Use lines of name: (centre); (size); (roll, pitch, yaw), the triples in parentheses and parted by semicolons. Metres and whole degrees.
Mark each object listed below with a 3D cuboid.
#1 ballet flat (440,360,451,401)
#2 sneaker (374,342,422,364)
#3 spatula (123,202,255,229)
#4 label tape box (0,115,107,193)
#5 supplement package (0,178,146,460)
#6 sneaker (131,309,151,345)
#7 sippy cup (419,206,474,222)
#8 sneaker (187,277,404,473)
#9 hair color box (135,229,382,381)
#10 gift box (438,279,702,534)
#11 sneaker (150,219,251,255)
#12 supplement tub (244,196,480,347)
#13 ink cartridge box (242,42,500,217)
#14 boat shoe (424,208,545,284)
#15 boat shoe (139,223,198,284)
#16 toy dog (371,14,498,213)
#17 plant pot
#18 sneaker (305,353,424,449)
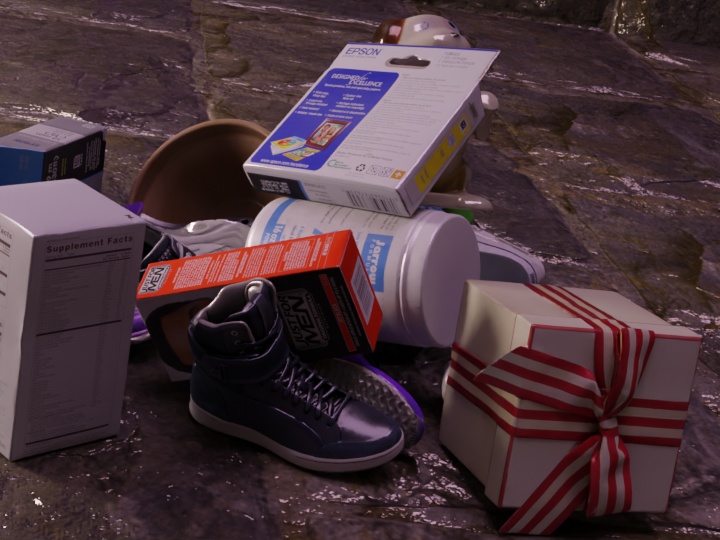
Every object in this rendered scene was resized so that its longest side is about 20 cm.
ballet flat: (0.120, 0.106, 1.494); (0.069, 0.070, 0.200); (23, 20, 31)
sneaker: (0.055, 0.045, 1.587); (0.200, 0.077, 0.111); (-7, 26, -41)
spatula: (-0.202, -0.050, 1.622); (0.200, 0.021, 0.057); (3, 42, 18)
label tape box: (-0.346, -0.072, 1.599); (0.066, 0.144, 0.200); (15, 21, 14)
supplement package: (-0.265, 0.037, 1.269); (0.114, 0.200, 0.109); (-9, 28, -44)
sneaker: (-0.281, 0.021, 1.476); (0.200, 0.084, 0.081); (18, 22, 15)
sippy cup: (0.031, -0.036, 1.708); (0.140, 0.178, 0.130); (42, 33, 16)
sneaker: (-0.058, 0.089, 1.300); (0.202, 0.146, 0.077); (14, 38, 15)
hair color box: (-0.091, 0.033, 1.366); (0.200, 0.102, 0.061); (-10, 33, 19)
gift box: (0.167, 0.117, 1.320); (0.200, 0.185, 0.187); (-1, 14, -18)
sneaker: (-0.204, 0.004, 1.570); (0.200, 0.100, 0.078); (-6, -22, 20)
supplement tub: (0.000, 0.000, 1.460); (0.200, 0.132, 0.132); (6, 16, 30)
ink cartridge box: (0.016, -0.143, 1.486); (0.197, 0.047, 0.200); (10, 49, 39)
boat shoe: (0.100, -0.024, 1.572); (0.202, 0.075, 0.086); (18, 20, 23)
boat shoe: (-0.195, -0.004, 1.491); (0.200, 0.068, 0.072); (33, 60, 7)
toy dog: (0.067, -0.168, 1.602); (0.139, 0.200, 0.194); (6, 5, -21)
plant pot: (-0.149, -0.059, 1.673); (0.201, 0.201, 0.093); (22, -14, 29)
sneaker: (-0.006, 0.101, 1.418); (0.200, 0.070, 0.099); (25, 23, 33)
